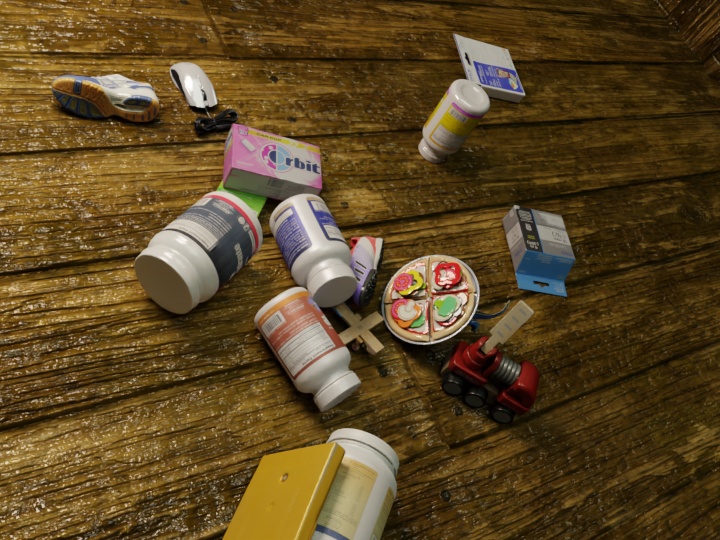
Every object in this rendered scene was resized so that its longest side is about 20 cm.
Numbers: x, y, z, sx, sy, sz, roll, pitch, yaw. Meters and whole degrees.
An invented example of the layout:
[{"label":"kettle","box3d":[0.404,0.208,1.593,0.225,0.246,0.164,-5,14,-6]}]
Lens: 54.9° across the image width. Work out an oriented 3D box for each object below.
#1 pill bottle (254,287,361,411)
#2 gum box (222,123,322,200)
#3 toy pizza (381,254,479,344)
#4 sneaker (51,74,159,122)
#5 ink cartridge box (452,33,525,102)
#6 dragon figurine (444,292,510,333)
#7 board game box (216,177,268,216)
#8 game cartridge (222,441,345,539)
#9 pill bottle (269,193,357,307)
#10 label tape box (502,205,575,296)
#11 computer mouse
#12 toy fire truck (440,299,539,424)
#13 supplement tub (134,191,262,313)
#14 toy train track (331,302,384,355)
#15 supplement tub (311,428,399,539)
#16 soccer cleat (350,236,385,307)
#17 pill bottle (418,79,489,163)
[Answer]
[{"label":"pill bottle","box3d":[-0.088,0.138,1.203,0.112,0.112,0.200,-24,72,-38]},{"label":"gum box","box3d":[-0.172,-0.210,1.402,0.199,0.066,0.114,11,55,-23]},{"label":"toy pizza","box3d":[0.133,0.050,1.354,0.199,0.032,0.201,-11,55,17]},{"label":"sneaker","box3d":[-0.502,-0.348,1.365,0.199,0.075,0.088,8,43,-32]},{"label":"ink cartridge box","box3d":[0.362,-0.582,2.003,0.199,0.047,0.198,4,57,-23]},{"label":"dragon figurine","box3d":[0.188,0.082,1.372,0.099,0.199,0.059,34,57,-45]},{"label":"board game box","box3d":[-0.230,-0.170,1.402,0.095,0.030,0.201,27,51,-10]},{"label":"game cartridge","box3d":[-0.120,0.348,0.999,0.032,0.176,0.200,46,45,-23]},{"label":"pill bottle","box3d":[-0.085,-0.035,1.305,0.119,0.120,0.200,-5,51,-31]},{"label":"label tape box","box3d":[0.428,-0.048,1.642,0.144,0.063,0.201,9,54,-22]},{"label":"computer mouse","box3d":[-0.344,-0.381,1.480,0.109,0.044,0.200,-21,69,-36]},{"label":"toy fire truck","box3d":[0.274,0.170,1.314,0.176,0.200,0.129,31,49,-5]},{"label":"supplement tub","box3d":[-0.277,-0.033,1.204,0.140,0.140,0.200,38,49,2]},{"label":"toy train track","box3d":[-0.033,0.088,1.324,0.114,0.033,0.200,-28,66,-39]},{"label":"supplement tub","box3d":[-0.028,0.359,1.056,0.144,0.145,0.200,32,48,-4]},{"label":"soccer cleat","box3d":[0.000,0.000,1.372,0.073,0.068,0.200,10,39,5]},{"label":"pill bottle","box3d":[0.215,-0.349,1.651,0.104,0.200,0.105,14,52,-19]}]
